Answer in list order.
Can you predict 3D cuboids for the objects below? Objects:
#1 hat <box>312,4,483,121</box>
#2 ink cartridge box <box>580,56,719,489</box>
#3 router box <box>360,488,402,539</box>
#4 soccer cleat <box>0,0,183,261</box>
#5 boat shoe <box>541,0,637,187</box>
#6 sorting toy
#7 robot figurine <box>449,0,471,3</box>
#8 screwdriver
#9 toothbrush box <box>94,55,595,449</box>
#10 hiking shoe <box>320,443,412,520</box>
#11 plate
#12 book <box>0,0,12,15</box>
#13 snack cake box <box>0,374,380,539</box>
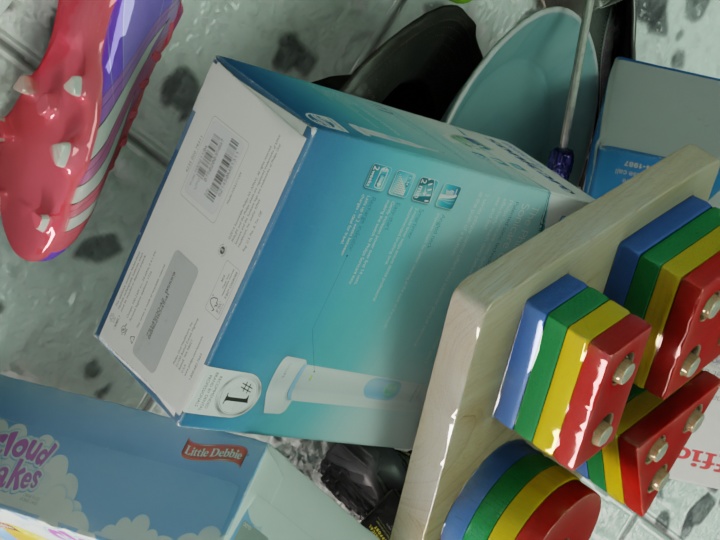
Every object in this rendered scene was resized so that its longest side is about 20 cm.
[{"bbox_3d":[-0.010,-0.056,0.897,0.201,0.081,0.201,-39,141,-41],"label":"hat"},{"bbox_3d":[0.193,0.004,0.979,0.145,0.147,0.200,-68,169,-61],"label":"ink cartridge box"},{"bbox_3d":[0.039,0.210,1.011,0.149,0.051,0.200,-48,145,15],"label":"router box"},{"bbox_3d":[-0.121,-0.099,0.795,0.076,0.067,0.200,2,106,-49],"label":"soccer cleat"},{"bbox_3d":[0.150,-0.143,1.030,0.067,0.057,0.200,-23,124,-34],"label":"boat shoe"},{"bbox_3d":[0.113,0.065,0.815,0.200,0.070,0.199,-30,143,-43],"label":"sorting toy"},{"bbox_3d":[0.054,-0.230,0.855,0.200,0.116,0.176,-22,117,-34],"label":"robot figurine"},{"bbox_3d":[0.115,-0.081,0.924,0.029,0.028,0.200,-78,176,-55],"label":"screwdriver"},{"bbox_3d":[0.000,0.000,0.782,0.200,0.085,0.147,10,111,-42],"label":"toothbrush box"},{"bbox_3d":[0.046,0.132,1.055,0.101,0.076,0.200,-49,145,-8],"label":"hiking shoe"},{"bbox_3d":[0.075,-0.054,0.936,0.200,0.026,0.200,-40,142,-41],"label":"plate"},{"bbox_3d":[-0.220,-0.168,0.679,0.134,0.048,0.200,-56,136,-3],"label":"book"},{"bbox_3d":[-0.103,0.118,0.810,0.115,0.200,0.067,46,61,-45],"label":"snack cake box"}]
